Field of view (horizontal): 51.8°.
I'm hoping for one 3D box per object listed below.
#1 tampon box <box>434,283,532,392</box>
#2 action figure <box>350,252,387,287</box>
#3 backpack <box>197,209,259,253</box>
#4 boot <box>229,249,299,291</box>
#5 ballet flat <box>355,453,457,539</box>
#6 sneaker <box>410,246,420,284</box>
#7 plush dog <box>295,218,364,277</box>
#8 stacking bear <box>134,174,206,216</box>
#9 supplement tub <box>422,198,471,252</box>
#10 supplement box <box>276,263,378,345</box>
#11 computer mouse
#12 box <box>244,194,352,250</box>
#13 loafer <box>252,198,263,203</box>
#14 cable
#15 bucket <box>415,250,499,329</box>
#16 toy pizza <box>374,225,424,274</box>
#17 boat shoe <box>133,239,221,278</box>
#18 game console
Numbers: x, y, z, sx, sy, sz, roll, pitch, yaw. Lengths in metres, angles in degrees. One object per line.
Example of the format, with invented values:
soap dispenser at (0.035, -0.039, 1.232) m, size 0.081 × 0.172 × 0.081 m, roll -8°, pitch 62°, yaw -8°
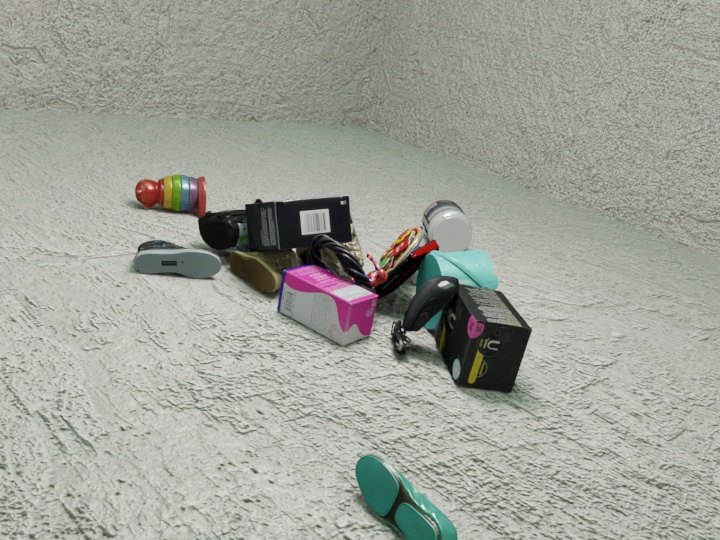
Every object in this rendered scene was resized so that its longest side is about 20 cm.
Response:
tampon box at (0.252, 0.138, 1.567) m, size 0.126 × 0.151 × 0.200 m, roll 9°, pitch 20°, yaw -12°
action figure at (0.000, 0.000, 1.746) m, size 0.065 × 0.099 × 0.200 m, roll -25°, pitch 5°, yaw -27°
backpack at (-0.295, -0.100, 1.939) m, size 0.199 × 0.155 × 0.163 m, roll -23°, pitch 21°, yaw -39°
boot at (-0.209, -0.007, 1.813) m, size 0.155 × 0.073 × 0.200 m, roll -7°, pitch 19°, yaw -38°
ballet flat at (0.066, 0.337, 1.057) m, size 0.070 × 0.068 × 0.200 m, roll 28°, pitch 5°, yaw -41°
sneaker at (0.186, 0.010, 2.007) m, size 0.200 × 0.087 × 0.074 m, roll 37°, pitch 23°, yaw 13°
plush dog at (-0.091, -0.069, 1.988) m, size 0.171 × 0.161 × 0.200 m, roll -16°, pitch 19°, yaw 2°
stacking bear at (-0.558, -0.225, 2.173) m, size 0.199 × 0.114 × 0.121 m, roll 0°, pitch 22°, yaw -18°
supplement tub at (0.276, -0.140, 2.368) m, size 0.140 × 0.141 × 0.200 m, roll 9°, pitch 20°, yaw -7°
supplement box at (-0.074, 0.072, 1.632) m, size 0.199 × 0.102 × 0.103 m, roll 26°, pitch 24°, yaw 33°
computer mouse at (0.128, 0.080, 1.589) m, size 0.053 × 0.200 × 0.139 m, roll 40°, pitch 11°, yaw -14°
box at (-0.152, -0.116, 1.801) m, size 0.196 × 0.118 × 0.200 m, roll -8°, pitch 6°, yaw -28°
loafer at (-0.300, -0.159, 2.196) m, size 0.071 × 0.063 × 0.200 m, roll 5°, pitch 21°, yaw -18°
cable at (-0.047, 0.007, 1.688) m, size 0.051 × 0.201 × 0.163 m, roll -40°, pitch 18°, yaw -27°
bucket at (0.222, 0.048, 1.740) m, size 0.134 × 0.208 × 0.207 m, roll 1°, pitch 22°, yaw -17°
toy pizza at (0.092, -0.047, 1.939) m, size 0.032 × 0.200 × 0.200 m, roll 41°, pitch 16°, yaw -11°
boat shoe at (-0.432, -0.035, 1.759) m, size 0.199 × 0.071 × 0.091 m, roll 4°, pitch 25°, yaw -15°
game console at (0.096, 0.004, 1.810) m, size 0.031 × 0.200 × 0.177 m, roll 52°, pitch 31°, yaw 11°
